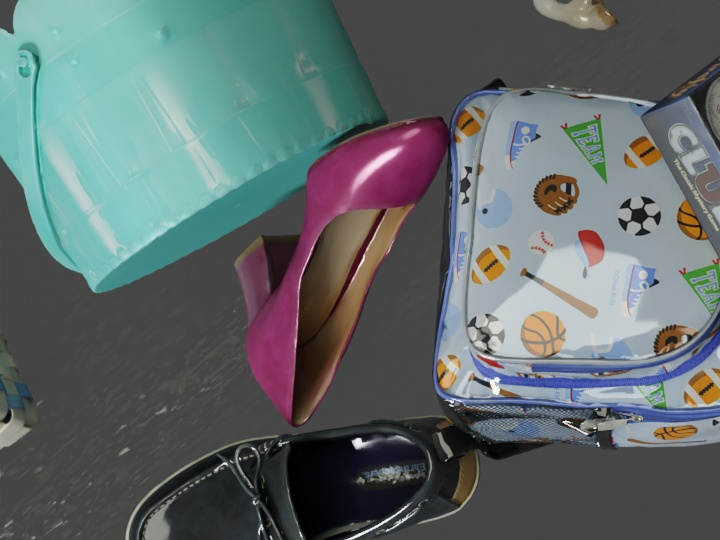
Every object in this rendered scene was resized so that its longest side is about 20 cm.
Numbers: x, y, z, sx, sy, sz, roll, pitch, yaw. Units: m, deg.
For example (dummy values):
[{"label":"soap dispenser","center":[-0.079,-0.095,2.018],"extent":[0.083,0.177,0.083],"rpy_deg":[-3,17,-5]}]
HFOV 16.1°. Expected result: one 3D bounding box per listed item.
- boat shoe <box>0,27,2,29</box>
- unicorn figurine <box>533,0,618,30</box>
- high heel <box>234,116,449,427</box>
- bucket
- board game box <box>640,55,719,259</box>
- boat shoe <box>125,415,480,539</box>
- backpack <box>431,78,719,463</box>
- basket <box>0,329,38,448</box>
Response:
[{"label":"boat shoe","center":[-0.276,-0.146,1.448],"extent":[0.199,0.057,0.067],"rpy_deg":[30,96,24]},{"label":"unicorn figurine","center":[0.093,-0.192,1.323],"extent":[0.200,0.074,0.137],"rpy_deg":[-45,62,-6]},{"label":"high heel","center":[0.000,0.000,1.287],"extent":[0.200,0.067,0.097],"rpy_deg":[-46,56,54]},{"label":"bucket","center":[-0.094,-0.089,1.298],"extent":[0.207,0.207,0.135],"rpy_deg":[-30,86,13]},{"label":"board game box","center":[0.225,-0.018,1.186],"extent":[0.035,0.135,0.201],"rpy_deg":[-21,102,50]},{"label":"boat shoe","center":[-0.037,0.119,1.326],"extent":[0.199,0.062,0.075],"rpy_deg":[-15,80,18]},{"label":"backpack","center":[0.133,-0.003,1.242],"extent":[0.189,0.154,0.201],"rpy_deg":[5,81,4]},{"label":"basket","center":[-0.286,0.041,1.375],"extent":[0.176,0.139,0.200],"rpy_deg":[-37,81,8]}]
